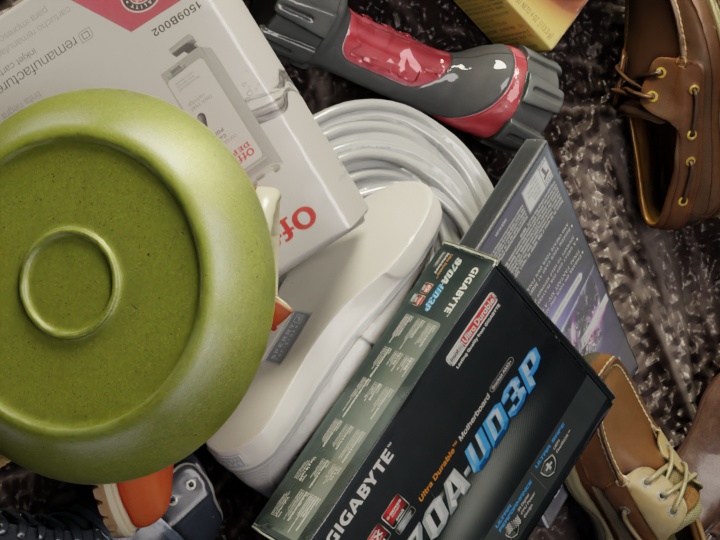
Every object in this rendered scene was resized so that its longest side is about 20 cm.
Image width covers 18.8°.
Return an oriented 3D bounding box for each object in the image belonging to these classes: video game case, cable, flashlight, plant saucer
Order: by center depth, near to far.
[{"bbox_3d":[-0.140,0.007,1.086,0.031,0.200,0.201,9,84,-70],"label":"plant saucer"},{"bbox_3d":[0.000,0.000,1.314,0.200,0.069,0.200,29,76,-24],"label":"cable"},{"bbox_3d":[0.029,-0.134,1.331,0.200,0.068,0.068,23,80,-27],"label":"flashlight"},{"bbox_3d":[0.109,0.040,1.342,0.143,0.019,0.200,-56,136,-33],"label":"video game case"}]

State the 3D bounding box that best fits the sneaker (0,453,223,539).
[{"bbox_3d":[-0.169,0.134,1.207,0.202,0.077,0.146,43,81,-31],"label":"sneaker"}]

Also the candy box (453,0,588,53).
[{"bbox_3d":[0.073,-0.245,1.363,0.200,0.056,0.117,45,69,-22],"label":"candy box"}]

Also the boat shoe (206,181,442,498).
[{"bbox_3d":[-0.009,0.041,1.235,0.069,0.072,0.200,51,59,-40],"label":"boat shoe"}]

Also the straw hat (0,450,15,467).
[{"bbox_3d":[-0.220,0.020,1.177,0.085,0.201,0.202,14,80,-72],"label":"straw hat"}]

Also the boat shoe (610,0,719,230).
[{"bbox_3d":[0.200,-0.118,1.408,0.067,0.072,0.200,-22,114,-22],"label":"boat shoe"}]

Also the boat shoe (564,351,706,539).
[{"bbox_3d":[0.183,0.140,1.377,0.076,0.074,0.200,-49,130,-39],"label":"boat shoe"}]

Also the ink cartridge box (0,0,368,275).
[{"bbox_3d":[-0.107,-0.074,1.196,0.146,0.083,0.200,-31,94,9],"label":"ink cartridge box"}]

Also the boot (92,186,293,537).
[{"bbox_3d":[-0.091,0.045,1.135,0.107,0.075,0.201,5,99,0],"label":"boot"}]

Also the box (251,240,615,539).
[{"bbox_3d":[0.047,0.108,1.238,0.200,0.046,0.159,-55,134,-13],"label":"box"}]

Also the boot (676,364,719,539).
[{"bbox_3d":[0.296,0.142,1.485,0.200,0.072,0.166,39,84,-24],"label":"boot"}]
